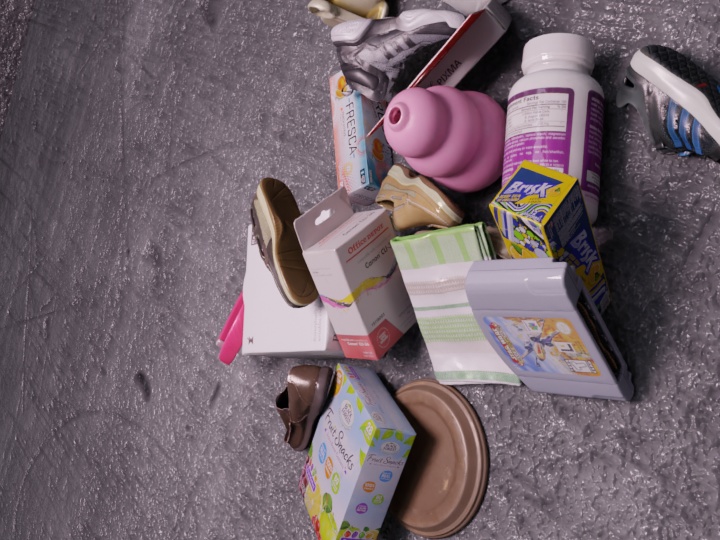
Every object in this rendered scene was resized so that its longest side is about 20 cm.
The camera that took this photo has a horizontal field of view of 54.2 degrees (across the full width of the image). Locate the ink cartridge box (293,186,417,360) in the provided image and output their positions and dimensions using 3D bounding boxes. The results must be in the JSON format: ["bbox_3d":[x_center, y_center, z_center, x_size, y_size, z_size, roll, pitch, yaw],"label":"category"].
[{"bbox_3d":[0.000,0.000,0.934,0.066,0.116,0.204,-3,117,45],"label":"ink cartridge box"}]

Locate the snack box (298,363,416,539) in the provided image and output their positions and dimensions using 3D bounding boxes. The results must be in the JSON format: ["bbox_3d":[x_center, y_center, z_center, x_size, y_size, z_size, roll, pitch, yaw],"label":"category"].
[{"bbox_3d":[-0.012,0.258,0.955,0.205,0.066,0.169,-70,24,13],"label":"snack box"}]

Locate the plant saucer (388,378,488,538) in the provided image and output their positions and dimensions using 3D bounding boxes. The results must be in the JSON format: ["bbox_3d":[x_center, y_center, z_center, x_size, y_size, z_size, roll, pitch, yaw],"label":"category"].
[{"bbox_3d":[0.082,0.248,0.932,0.197,0.029,0.207,-10,76,45],"label":"plant saucer"}]

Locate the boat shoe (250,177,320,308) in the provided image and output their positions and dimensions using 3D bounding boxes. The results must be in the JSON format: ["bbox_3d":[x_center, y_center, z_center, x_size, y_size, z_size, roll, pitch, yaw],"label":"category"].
[{"bbox_3d":[-0.106,-0.031,0.970,0.065,0.072,0.204,-46,50,41],"label":"boat shoe"}]

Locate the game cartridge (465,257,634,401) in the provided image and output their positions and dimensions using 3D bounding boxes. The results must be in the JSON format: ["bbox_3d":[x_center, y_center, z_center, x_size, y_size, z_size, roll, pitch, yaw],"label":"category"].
[{"bbox_3d":[0.195,0.067,0.743,0.131,0.201,0.042,-6,44,42],"label":"game cartridge"}]

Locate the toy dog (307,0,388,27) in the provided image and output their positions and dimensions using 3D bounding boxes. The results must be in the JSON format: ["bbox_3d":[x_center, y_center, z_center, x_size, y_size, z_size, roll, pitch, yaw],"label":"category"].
[{"bbox_3d":[0.011,-0.474,1.086,0.194,0.136,0.205,-112,40,-76],"label":"toy dog"}]

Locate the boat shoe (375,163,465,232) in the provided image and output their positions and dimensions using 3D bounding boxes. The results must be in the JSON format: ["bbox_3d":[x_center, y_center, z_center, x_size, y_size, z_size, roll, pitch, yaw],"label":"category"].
[{"bbox_3d":[0.072,-0.082,0.941,0.076,0.071,0.200,-48,23,2],"label":"boat shoe"}]

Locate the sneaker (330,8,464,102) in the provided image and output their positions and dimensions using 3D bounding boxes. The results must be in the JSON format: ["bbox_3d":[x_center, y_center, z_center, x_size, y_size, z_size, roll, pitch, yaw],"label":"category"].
[{"bbox_3d":[0.055,-0.301,0.997,0.194,0.075,0.118,-1,104,20],"label":"sneaker"}]

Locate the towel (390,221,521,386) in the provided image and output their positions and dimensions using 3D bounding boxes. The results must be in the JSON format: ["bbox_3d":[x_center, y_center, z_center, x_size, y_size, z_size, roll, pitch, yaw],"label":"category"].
[{"bbox_3d":[0.118,0.048,0.861,0.147,0.030,0.205,-9,108,44],"label":"towel"}]

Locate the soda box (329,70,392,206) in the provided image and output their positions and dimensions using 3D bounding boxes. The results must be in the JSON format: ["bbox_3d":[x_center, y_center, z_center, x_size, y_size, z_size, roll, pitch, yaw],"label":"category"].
[{"bbox_3d":[0.002,-0.209,1.075,0.067,0.063,0.207,-18,70,41],"label":"soda box"}]

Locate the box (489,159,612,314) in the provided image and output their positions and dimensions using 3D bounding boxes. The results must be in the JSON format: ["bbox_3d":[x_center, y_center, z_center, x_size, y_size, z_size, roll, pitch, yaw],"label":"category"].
[{"bbox_3d":[0.204,-0.015,0.735,0.065,0.201,0.069,-47,45,-14],"label":"box"}]

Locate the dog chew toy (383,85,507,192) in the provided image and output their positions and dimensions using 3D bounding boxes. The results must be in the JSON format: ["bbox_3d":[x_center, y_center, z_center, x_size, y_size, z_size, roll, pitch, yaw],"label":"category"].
[{"bbox_3d":[0.103,-0.167,0.864,0.122,0.197,0.129,-4,84,42],"label":"dog chew toy"}]

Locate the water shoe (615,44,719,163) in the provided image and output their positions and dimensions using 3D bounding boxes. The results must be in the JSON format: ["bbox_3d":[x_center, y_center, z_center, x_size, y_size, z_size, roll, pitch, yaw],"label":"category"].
[{"bbox_3d":[0.347,-0.147,0.724,0.203,0.070,0.080,61,150,32],"label":"water shoe"}]

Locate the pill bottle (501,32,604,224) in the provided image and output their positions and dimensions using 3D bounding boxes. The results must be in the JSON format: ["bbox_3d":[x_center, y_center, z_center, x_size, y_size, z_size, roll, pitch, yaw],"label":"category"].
[{"bbox_3d":[0.221,-0.157,0.807,0.110,0.110,0.207,0,82,45],"label":"pill bottle"}]

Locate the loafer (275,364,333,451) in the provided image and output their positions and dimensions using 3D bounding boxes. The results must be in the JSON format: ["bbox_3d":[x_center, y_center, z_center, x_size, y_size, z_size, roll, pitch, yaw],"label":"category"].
[{"bbox_3d":[-0.091,0.196,1.043,0.203,0.069,0.074,109,179,-46],"label":"loafer"}]

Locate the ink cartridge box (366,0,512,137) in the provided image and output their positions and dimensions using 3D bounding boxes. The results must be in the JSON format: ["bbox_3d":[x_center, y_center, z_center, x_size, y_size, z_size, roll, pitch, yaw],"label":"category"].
[{"bbox_3d":[0.105,-0.251,0.911,0.045,0.177,0.200,42,121,-5],"label":"ink cartridge box"}]

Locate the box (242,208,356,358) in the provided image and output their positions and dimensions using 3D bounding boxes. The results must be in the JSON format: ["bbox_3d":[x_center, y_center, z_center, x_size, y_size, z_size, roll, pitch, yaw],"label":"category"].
[{"bbox_3d":[-0.070,0.028,1.056,0.197,0.129,0.206,-7,78,44],"label":"box"}]

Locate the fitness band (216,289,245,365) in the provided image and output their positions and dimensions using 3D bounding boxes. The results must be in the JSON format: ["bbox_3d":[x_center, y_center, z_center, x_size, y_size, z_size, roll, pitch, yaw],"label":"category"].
[{"bbox_3d":[-0.189,0.061,1.175,0.144,0.037,0.203,-50,16,50],"label":"fitness band"}]

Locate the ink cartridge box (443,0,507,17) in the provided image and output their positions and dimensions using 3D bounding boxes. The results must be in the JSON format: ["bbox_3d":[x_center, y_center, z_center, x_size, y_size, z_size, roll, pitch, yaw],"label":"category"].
[{"bbox_3d":[0.135,-0.462,0.949,0.066,0.114,0.207,-17,70,41],"label":"ink cartridge box"}]

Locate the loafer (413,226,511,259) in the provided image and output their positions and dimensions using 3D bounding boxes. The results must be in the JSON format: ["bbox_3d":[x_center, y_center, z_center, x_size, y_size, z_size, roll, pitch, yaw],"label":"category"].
[{"bbox_3d":[0.134,-0.010,0.891,0.198,0.075,0.069,1,66,56],"label":"loafer"}]
